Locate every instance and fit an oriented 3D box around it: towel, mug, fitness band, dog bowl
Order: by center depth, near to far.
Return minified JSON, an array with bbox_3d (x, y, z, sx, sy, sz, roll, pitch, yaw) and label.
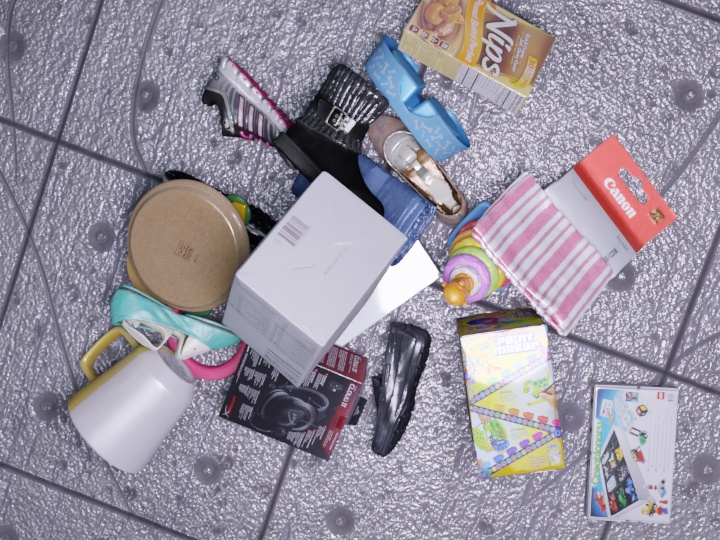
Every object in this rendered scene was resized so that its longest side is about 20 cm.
[{"bbox_3d":[0.257,-0.025,1.415,0.200,0.030,0.146,47,57,-2],"label":"towel"},{"bbox_3d":[0.002,-0.101,1.456,0.199,0.049,0.112,37,90,17],"label":"towel"},{"bbox_3d":[0.080,-0.242,1.460,0.049,0.111,0.201,-38,91,19],"label":"dog bowl"},{"bbox_3d":[-0.337,0.177,1.495,0.153,0.149,0.187,-43,92,5],"label":"mug"},{"bbox_3d":[-0.219,0.065,1.538,0.141,0.037,0.204,17,96,0],"label":"fitness band"}]

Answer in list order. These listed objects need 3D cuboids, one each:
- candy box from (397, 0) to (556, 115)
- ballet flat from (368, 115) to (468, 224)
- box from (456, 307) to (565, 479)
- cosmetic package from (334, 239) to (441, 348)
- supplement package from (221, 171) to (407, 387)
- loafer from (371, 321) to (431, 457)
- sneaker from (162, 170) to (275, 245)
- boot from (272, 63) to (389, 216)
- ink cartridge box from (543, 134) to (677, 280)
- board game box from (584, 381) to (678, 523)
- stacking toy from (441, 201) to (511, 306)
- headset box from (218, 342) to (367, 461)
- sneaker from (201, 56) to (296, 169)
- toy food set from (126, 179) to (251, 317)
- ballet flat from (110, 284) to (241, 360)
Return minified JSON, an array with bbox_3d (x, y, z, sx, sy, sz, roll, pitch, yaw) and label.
[{"bbox_3d":[0.166,-0.324,1.450,0.198,0.055,0.117,28,68,2],"label":"candy box"},{"bbox_3d":[0.087,-0.151,1.483,0.068,0.067,0.200,-45,90,6],"label":"ballet flat"},{"bbox_3d":[0.208,0.166,1.434,0.120,0.200,0.197,-8,93,5],"label":"box"},{"bbox_3d":[0.000,0.000,1.509,0.198,0.052,0.152,-34,93,5],"label":"cosmetic package"},{"bbox_3d":[-0.067,0.016,1.357,0.146,0.200,0.192,38,66,3],"label":"supplement package"},{"bbox_3d":[0.049,0.176,1.516,0.069,0.068,0.204,18,98,21],"label":"loafer"},{"bbox_3d":[-0.215,-0.068,1.517,0.198,0.076,0.089,27,110,6],"label":"sneaker"},{"bbox_3d":[-0.006,-0.171,1.405,0.158,0.079,0.211,-45,79,-3],"label":"boot"},{"bbox_3d":[0.341,-0.074,1.484,0.199,0.057,0.163,-39,91,10],"label":"ink cartridge box"},{"bbox_3d":[0.402,0.270,1.512,0.124,0.035,0.204,3,95,3],"label":"board game box"},{"bbox_3d":[0.157,0.002,1.414,0.116,0.200,0.110,42,124,1],"label":"stacking toy"},{"bbox_3d":[-0.089,0.175,1.487,0.197,0.078,0.151,21,117,-4],"label":"headset box"},{"bbox_3d":[-0.158,-0.214,1.494,0.087,0.074,0.200,-42,89,10],"label":"sneaker"},{"bbox_3d":[-0.245,-0.032,1.469,0.194,0.049,0.204,15,108,10],"label":"toy food set"},{"bbox_3d":[-0.272,0.090,1.471,0.197,0.067,0.072,23,70,-17],"label":"ballet flat"}]
